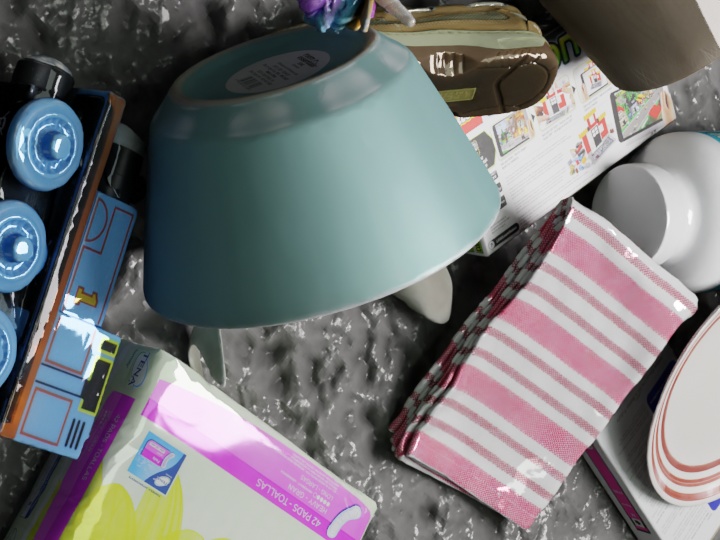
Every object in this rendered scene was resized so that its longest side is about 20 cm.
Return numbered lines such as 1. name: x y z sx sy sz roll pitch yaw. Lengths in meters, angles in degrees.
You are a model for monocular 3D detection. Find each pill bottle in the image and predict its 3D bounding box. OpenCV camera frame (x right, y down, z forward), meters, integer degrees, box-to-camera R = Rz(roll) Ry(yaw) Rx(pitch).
1. pill bottle: 0.253 -0.042 1.233 0.198 0.110 0.112 -5 100 -39

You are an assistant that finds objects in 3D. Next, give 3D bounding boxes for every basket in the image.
1. basket: 0.156 -0.224 1.083 0.179 0.136 0.201 -35 114 5

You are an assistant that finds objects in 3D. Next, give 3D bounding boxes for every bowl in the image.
1. bowl: -0.033 -0.061 0.929 0.200 0.200 0.106 -31 117 -32

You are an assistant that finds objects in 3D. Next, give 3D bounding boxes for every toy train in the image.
1. toy train: -0.172 -0.005 0.904 0.114 0.086 0.202 26 77 -48

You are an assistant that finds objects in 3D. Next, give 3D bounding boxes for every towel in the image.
1. towel: 0.123 0.066 1.148 0.146 0.030 0.201 32 98 -37

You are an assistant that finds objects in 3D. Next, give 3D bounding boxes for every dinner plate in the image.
1. dinner plate: 0.268 0.077 1.248 0.199 0.024 0.202 -24 131 -31

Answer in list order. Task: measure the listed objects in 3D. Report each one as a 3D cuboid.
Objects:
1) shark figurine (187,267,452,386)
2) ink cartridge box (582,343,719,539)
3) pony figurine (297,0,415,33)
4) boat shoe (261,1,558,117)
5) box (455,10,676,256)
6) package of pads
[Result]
1. shark figurine: -0.015 -0.010 1.031 0.213 0.089 0.130 -14 104 -40
2. ink cartridge box: 0.219 0.135 1.280 0.095 0.037 0.201 -50 122 -24
3. pony figurine: -0.036 -0.221 0.935 0.192 0.167 0.201 28 46 -5
4. boat shoe: 0.017 -0.131 1.057 0.198 0.077 0.072 -3 141 -25
5. box: 0.124 -0.106 1.165 0.199 0.035 0.111 -34 117 -31
6. package of pads: -0.096 0.155 0.997 0.200 0.068 0.156 39 71 -36
